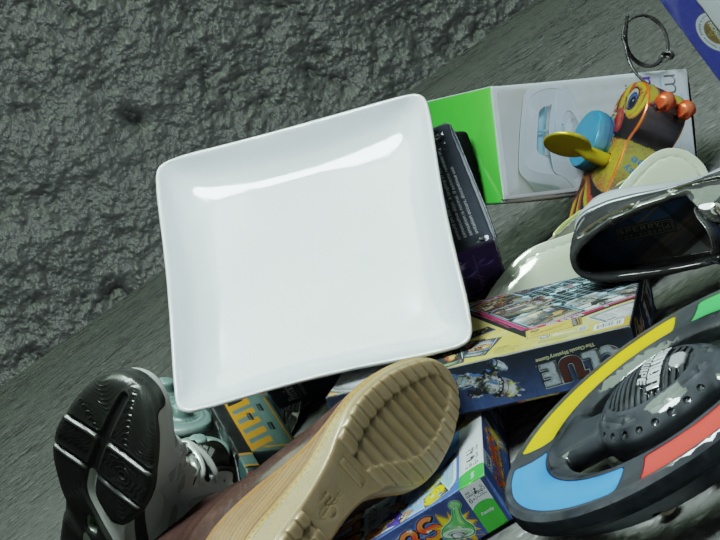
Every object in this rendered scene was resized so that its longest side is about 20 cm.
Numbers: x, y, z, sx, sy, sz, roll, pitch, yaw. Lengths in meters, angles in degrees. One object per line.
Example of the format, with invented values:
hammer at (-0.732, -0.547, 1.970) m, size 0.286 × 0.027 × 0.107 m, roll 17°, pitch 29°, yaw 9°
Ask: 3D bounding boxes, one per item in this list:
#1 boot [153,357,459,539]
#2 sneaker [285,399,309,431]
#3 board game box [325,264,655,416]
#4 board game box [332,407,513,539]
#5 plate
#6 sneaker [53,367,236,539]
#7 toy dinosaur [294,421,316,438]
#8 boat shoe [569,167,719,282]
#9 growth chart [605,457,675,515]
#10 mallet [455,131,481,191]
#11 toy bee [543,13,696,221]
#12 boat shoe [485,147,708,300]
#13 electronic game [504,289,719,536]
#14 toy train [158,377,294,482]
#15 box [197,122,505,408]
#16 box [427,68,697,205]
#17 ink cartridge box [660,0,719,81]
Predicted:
boot at (-0.046, 0.127, 1.041) m, size 0.166 × 0.072 × 0.200 m, roll -16°, pitch 21°, yaw 51°
sneaker at (-0.078, 0.096, 1.526) m, size 0.090 × 0.078 × 0.200 m, roll -30°, pitch 11°, yaw 46°
board game box at (0.089, 0.052, 1.119) m, size 0.199 × 0.035 × 0.136 m, roll -14°, pitch 14°, yaw 17°
board game box at (0.029, 0.140, 1.077) m, size 0.135 × 0.035 × 0.200 m, roll -33°, pitch 10°, yaw 9°
plate at (-0.034, -0.009, 1.150) m, size 0.199 × 0.201 × 0.032 m, roll -15°, pitch -31°, yaw 9°
sneaker at (-0.132, 0.117, 1.094) m, size 0.115 × 0.076 × 0.201 m, roll -39°, pitch -26°, yaw -43°
toy dinosaur at (-0.108, 0.178, 1.353) m, size 0.106 × 0.061 × 0.200 m, roll 4°, pitch 28°, yaw 27°
boat shoe at (0.221, -0.032, 1.078) m, size 0.199 × 0.070 × 0.066 m, roll -10°, pitch 24°, yaw 28°
growth chart at (0.214, 0.058, 0.896) m, size 0.200 × 0.018 × 0.145 m, roll -34°, pitch 9°, yaw 9°
mallet at (0.039, -0.073, 1.415) m, size 0.041 × 0.066 × 0.200 m, roll -9°, pitch 3°, yaw -25°
toy bee at (0.200, -0.098, 1.283) m, size 0.130 × 0.201 × 0.109 m, roll -3°, pitch 1°, yaw -16°
boat shoe at (0.165, -0.005, 1.221) m, size 0.202 × 0.072 × 0.060 m, roll -41°, pitch -8°, yaw -4°
electronic game at (0.157, 0.067, 0.882) m, size 0.200 × 0.042 × 0.200 m, roll -36°, pitch 9°, yaw 7°
toy train at (-0.101, 0.134, 1.282) m, size 0.114 × 0.086 × 0.200 m, roll -6°, pitch 22°, yaw -18°
box at (0.000, 0.000, 1.246) m, size 0.199 × 0.105 × 0.148 m, roll -21°, pitch -27°, yaw 3°
box at (0.155, -0.105, 1.428) m, size 0.176 × 0.097 × 0.200 m, roll -8°, pitch 3°, yaw -17°
ink cartridge box at (0.267, -0.092, 0.896) m, size 0.041 × 0.200 × 0.200 m, roll -47°, pitch 14°, yaw -31°
